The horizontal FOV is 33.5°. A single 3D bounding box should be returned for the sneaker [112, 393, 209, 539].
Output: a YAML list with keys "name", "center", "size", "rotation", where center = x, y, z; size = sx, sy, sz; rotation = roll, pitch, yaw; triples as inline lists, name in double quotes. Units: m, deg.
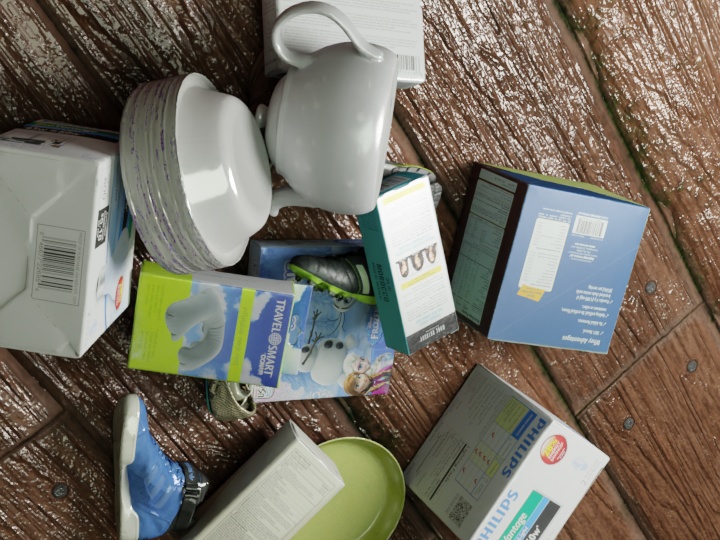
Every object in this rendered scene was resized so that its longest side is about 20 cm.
- name: "sneaker"
  center: [-0.240, 0.234, 1.448]
  size: [0.110, 0.077, 0.202]
  rotation: [-4, 113, -18]

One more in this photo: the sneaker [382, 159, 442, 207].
- name: "sneaker"
  center: [-0.003, -0.112, 1.443]
  size: [0.199, 0.081, 0.074]
  rotation: [19, 92, -28]

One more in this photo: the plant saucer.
- name: "plant saucer"
  center: [-0.035, 0.310, 1.601]
  size: [0.198, 0.031, 0.202]
  rotation: [-8, 110, -22]

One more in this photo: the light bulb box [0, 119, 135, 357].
- name: "light bulb box"
  center: [-0.309, -0.040, 1.228]
  size: [0.124, 0.200, 0.200]
  rotation: [9, 105, 1]

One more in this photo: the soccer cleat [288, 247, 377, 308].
- name: "soccer cleat"
  center: [0.000, 0.000, 1.451]
  size: [0.199, 0.067, 0.082]
  rotation: [17, 88, -36]

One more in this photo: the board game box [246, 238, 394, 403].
- name: "board game box"
  center: [-0.048, 0.061, 1.503]
  size: [0.197, 0.043, 0.202]
  rotation: [-1, 107, -24]

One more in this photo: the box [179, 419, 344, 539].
- name: "box"
  center: [-0.124, 0.295, 1.498]
  size: [0.200, 0.078, 0.095]
  rotation: [-43, 106, -1]

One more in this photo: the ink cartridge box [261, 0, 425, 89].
- name: "ink cartridge box"
  center: [-0.019, -0.306, 1.383]
  size: [0.199, 0.043, 0.175]
  rotation: [0, 86, -32]

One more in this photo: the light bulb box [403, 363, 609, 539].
- name: "light bulb box"
  center: [0.188, 0.264, 1.594]
  size: [0.124, 0.200, 0.199]
  rotation: [34, 91, -30]

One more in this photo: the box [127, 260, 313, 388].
- name: "box"
  center: [-0.160, 0.064, 1.371]
  size: [0.198, 0.048, 0.123]
  rotation: [8, 109, -9]

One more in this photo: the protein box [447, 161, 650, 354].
- name: "protein box"
  center: [0.237, -0.016, 1.560]
  size: [0.197, 0.135, 0.202]
  rotation: [8, 103, -28]

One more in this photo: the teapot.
- name: "teapot"
  center: [-0.041, -0.161, 1.289]
  size: [0.145, 0.197, 0.202]
  rotation: [10, 85, 2]

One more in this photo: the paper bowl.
- name: "paper bowl"
  center: [-0.159, -0.102, 1.230]
  size: [0.103, 0.201, 0.202]
  rotation: [-10, 116, 14]

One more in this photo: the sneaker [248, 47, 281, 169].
- name: "sneaker"
  center: [-0.100, -0.172, 1.381]
  size: [0.070, 0.075, 0.201]
  rotation: [15, 100, -29]

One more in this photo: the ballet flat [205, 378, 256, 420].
- name: "ballet flat"
  center: [-0.160, 0.086, 1.432]
  size: [0.075, 0.068, 0.202]
  rotation: [-4, 108, 22]

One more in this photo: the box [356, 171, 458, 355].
- name: "box"
  center: [0.054, -0.009, 1.417]
  size: [0.082, 0.049, 0.202]
  rotation: [-25, 114, -30]
